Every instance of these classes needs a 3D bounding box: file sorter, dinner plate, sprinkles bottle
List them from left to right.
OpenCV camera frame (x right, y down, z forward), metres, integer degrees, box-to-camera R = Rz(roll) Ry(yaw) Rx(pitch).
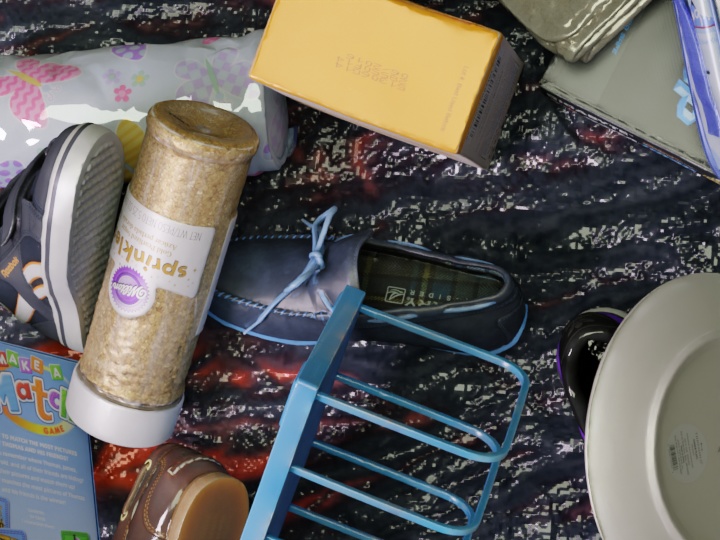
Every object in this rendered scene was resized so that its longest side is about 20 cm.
[{"bbox_3d":[-0.116,0.002,1.522,0.068,0.068,0.201,21,113,7],"label":"sprinkles bottle"},{"bbox_3d":[0.003,0.140,1.478,0.122,0.139,0.201,22,114,3],"label":"file sorter"},{"bbox_3d":[0.205,0.101,1.481,0.199,0.024,0.201,3,85,-37],"label":"dinner plate"}]

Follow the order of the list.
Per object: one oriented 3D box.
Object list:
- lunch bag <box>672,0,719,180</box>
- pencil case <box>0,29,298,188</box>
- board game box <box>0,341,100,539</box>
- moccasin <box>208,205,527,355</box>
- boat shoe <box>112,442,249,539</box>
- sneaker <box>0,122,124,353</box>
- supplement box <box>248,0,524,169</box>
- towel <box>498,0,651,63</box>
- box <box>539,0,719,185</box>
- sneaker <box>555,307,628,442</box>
[{"bbox_3d":[0.249,-0.147,1.471,0.160,0.076,0.201,-16,100,-10],"label":"lunch bag"},{"bbox_3d":[-0.141,-0.098,1.569,0.199,0.083,0.091,-5,50,6],"label":"pencil case"},{"bbox_3d":[-0.214,0.136,1.505,0.036,0.151,0.201,-23,63,34],"label":"board game box"},{"bbox_3d":[0.000,0.000,1.547,0.199,0.068,0.081,2,62,5],"label":"moccasin"},{"bbox_3d":[-0.126,0.202,1.560,0.070,0.070,0.201,26,96,44],"label":"boat shoe"},{"bbox_3d":[-0.185,-0.023,1.518,0.079,0.200,0.079,24,57,9],"label":"sneaker"},{"bbox_3d":[0.020,-0.115,1.494,0.125,0.200,0.074,20,92,6],"label":"supplement box"},{"bbox_3d":[0.111,-0.226,1.548,0.132,0.034,0.200,-42,64,8],"label":"towel"},{"bbox_3d":[0.220,-0.159,1.552,0.158,0.046,0.201,28,89,8],"label":"box"},{"bbox_3d":[0.169,0.113,1.511,0.069,0.100,0.201,-31,83,6],"label":"sneaker"}]
